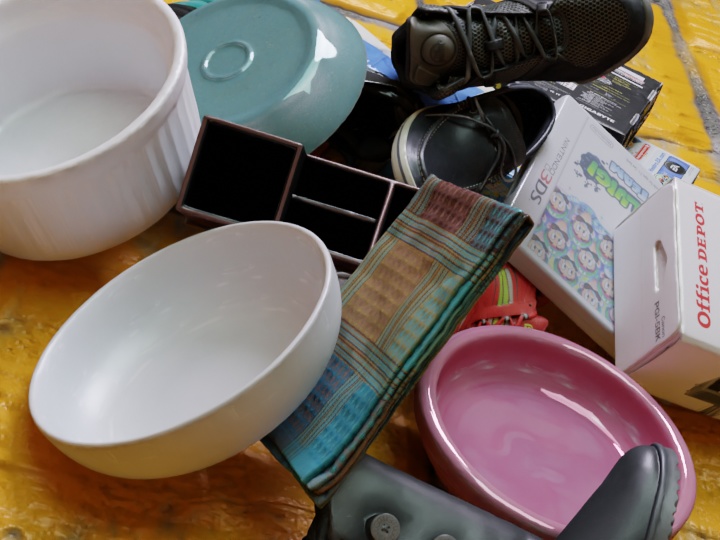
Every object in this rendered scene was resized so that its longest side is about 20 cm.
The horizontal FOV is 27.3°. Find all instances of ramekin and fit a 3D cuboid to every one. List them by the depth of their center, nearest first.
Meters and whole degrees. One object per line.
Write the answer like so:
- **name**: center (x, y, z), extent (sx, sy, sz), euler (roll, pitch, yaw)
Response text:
- **ramekin**: center (-0.205, -0.101, 1.020), extent (0.200, 0.098, 0.201), euler (-7, 49, 8)

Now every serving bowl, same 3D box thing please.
- **serving bowl**: center (-0.096, 0.056, 0.890), extent (0.200, 0.066, 0.200), euler (-21, 31, 13)

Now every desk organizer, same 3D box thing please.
- **desk organizer**: center (-0.017, -0.039, 0.988), extent (0.200, 0.072, 0.077), euler (17, -3, 2)

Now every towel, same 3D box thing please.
- **towel**: center (0.009, 0.033, 0.877), extent (0.022, 0.200, 0.147), euler (38, -3, -24)

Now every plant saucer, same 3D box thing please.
- **plant saucer**: center (0.125, 0.121, 0.993), extent (0.200, 0.051, 0.201), euler (16, 36, -12)
- **plant saucer**: center (-0.095, -0.147, 1.115), extent (0.200, 0.036, 0.200), euler (-11, 50, 13)

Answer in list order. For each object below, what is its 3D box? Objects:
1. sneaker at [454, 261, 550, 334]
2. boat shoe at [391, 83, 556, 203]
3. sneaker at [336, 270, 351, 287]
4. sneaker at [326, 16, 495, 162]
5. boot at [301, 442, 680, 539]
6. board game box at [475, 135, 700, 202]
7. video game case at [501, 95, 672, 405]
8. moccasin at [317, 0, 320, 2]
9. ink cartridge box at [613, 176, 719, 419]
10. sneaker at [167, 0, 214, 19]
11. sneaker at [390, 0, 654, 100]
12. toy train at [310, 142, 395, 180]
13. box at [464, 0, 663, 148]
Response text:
- **sneaker**: center (0.096, 0.029, 1.101), extent (0.085, 0.077, 0.200), euler (39, 37, 9)
- **boat shoe**: center (0.086, -0.097, 1.103), extent (0.200, 0.062, 0.075), euler (-32, 103, -52)
- **sneaker**: center (0.000, 0.000, 1.066), extent (0.076, 0.092, 0.200), euler (32, 34, 15)
- **sneaker**: center (0.042, -0.118, 1.173), extent (0.200, 0.077, 0.111), euler (26, 37, -26)
- **boot**: center (0.073, 0.147, 0.864), extent (0.200, 0.066, 0.165), euler (20, 67, 0)
- **board game box**: center (0.185, -0.081, 1.330), extent (0.196, 0.056, 0.200), euler (29, 33, 12)
- **video game case**: center (0.202, -0.020, 1.173), extent (0.200, 0.024, 0.182), euler (42, 46, -12)
- **moccasin**: center (-0.039, -0.175, 1.281), extent (0.200, 0.068, 0.080), euler (42, 38, -8)
- **ink cartridge box**: center (0.294, 0.037, 1.125), extent (0.200, 0.083, 0.147), euler (21, 53, -20)
- **sneaker**: center (-0.133, -0.169, 1.253), extent (0.121, 0.084, 0.200), euler (-18, 48, -33)
- **sneaker**: center (0.106, -0.163, 1.067), extent (0.199, 0.076, 0.114), euler (0, 16, 33)
- **toy train**: center (-0.046, -0.067, 1.164), extent (0.116, 0.085, 0.200), euler (38, 36, -4)
- **box**: center (0.163, -0.173, 1.355), extent (0.200, 0.049, 0.160), euler (27, 30, 9)
